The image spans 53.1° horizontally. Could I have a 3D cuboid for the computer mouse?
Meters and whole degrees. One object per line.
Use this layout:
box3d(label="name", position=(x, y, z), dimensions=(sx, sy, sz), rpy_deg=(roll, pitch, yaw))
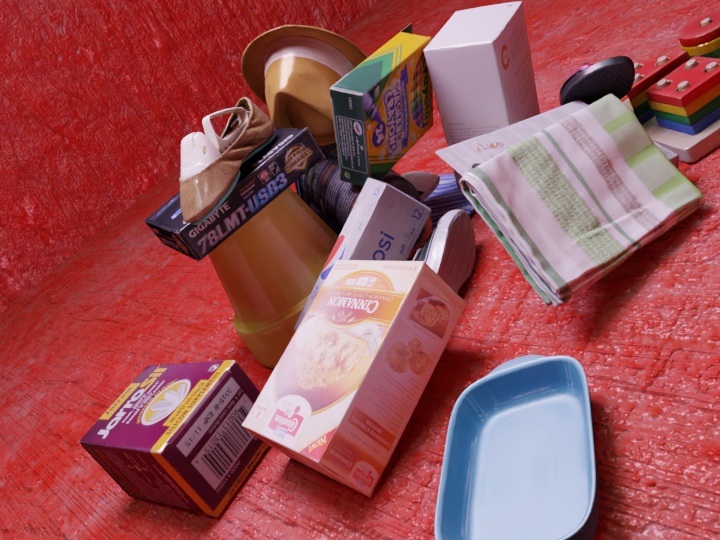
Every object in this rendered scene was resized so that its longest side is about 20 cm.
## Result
box3d(label="computer mouse", position=(0.032, -0.096, 1.061), dimensions=(0.199, 0.044, 0.110), rpy_deg=(-33, 13, 32))

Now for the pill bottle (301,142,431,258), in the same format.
box3d(label="pill bottle", position=(0.010, -0.092, 0.959), dimensions=(0.106, 0.107, 0.200), rpy_deg=(-38, 46, -9))

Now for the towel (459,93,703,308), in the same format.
box3d(label="towel", position=(0.208, -0.075, 0.668), dimensions=(0.198, 0.150, 0.031), rpy_deg=(-30, -15, -18))

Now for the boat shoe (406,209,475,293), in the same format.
box3d(label="boat shoe", position=(0.076, 0.003, 0.817), dimensions=(0.070, 0.073, 0.201), rpy_deg=(-11, 34, 35))

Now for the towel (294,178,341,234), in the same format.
box3d(label="towel", position=(-0.059, -0.125, 1.098), dimensions=(0.048, 0.202, 0.112), rpy_deg=(17, 48, 22))

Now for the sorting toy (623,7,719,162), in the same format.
box3d(label="sorting toy", position=(0.395, -0.228, 0.832), dimensions=(0.198, 0.070, 0.199), rpy_deg=(-34, 23, 3))

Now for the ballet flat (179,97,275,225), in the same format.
box3d(label="ballet flat", position=(-0.158, -0.134, 0.804), dimensions=(0.067, 0.073, 0.201), rpy_deg=(-13, 33, 34))

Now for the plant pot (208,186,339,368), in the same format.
box3d(label="plant pot", position=(-0.108, -0.009, 0.947), dimensions=(0.198, 0.190, 0.202), rpy_deg=(-29, 24, 14))

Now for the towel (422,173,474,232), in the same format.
box3d(label="towel", position=(0.105, -0.084, 1.013), dimensions=(0.143, 0.024, 0.201), rpy_deg=(-6, 36, 48))

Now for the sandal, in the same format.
box3d(label="sandal", position=(0.272, -0.214, 0.872), dimensions=(0.073, 0.046, 0.200), rpy_deg=(0, -11, 1))

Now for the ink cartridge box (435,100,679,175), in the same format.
box3d(label="ink cartridge box", position=(0.203, -0.107, 0.763), dimensions=(0.197, 0.058, 0.163), rpy_deg=(-25, 41, -13))

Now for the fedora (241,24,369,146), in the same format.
box3d(label="fedora", position=(-0.066, -0.222, 0.931), dimensions=(0.198, 0.199, 0.083), rpy_deg=(-15, 56, 38))

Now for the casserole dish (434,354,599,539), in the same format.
box3d(label="casserole dish", position=(0.120, 0.143, 0.531), dimensions=(0.120, 0.039, 0.201), rpy_deg=(-23, 25, 26))

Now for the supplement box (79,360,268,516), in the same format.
box3d(label="supplement box", position=(-0.204, 0.183, 0.816), dimensions=(0.198, 0.104, 0.132), rpy_deg=(-11, 33, 45))

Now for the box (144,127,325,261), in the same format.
box3d(label="box", position=(-0.164, -0.101, 0.900), dimensions=(0.200, 0.050, 0.198), rpy_deg=(-43, 23, -15))

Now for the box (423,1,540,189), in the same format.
box3d(label="box", position=(0.169, -0.227, 0.952), dimensions=(0.096, 0.203, 0.125), rpy_deg=(3, 39, 31))

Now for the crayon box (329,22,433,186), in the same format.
box3d(label="crayon box", position=(0.040, -0.213, 0.914), dimensions=(0.051, 0.127, 0.200), rpy_deg=(17, 46, 26))

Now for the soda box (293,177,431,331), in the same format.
box3d(label="soda box", position=(0.000, 0.000, 0.831), dimensions=(0.203, 0.067, 0.063), rpy_deg=(-64, 23, 3))

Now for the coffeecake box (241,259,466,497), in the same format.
box3d(label="coffeecake box", position=(-0.008, 0.093, 0.700), dimensions=(0.152, 0.073, 0.202), rpy_deg=(2, 58, 55))
